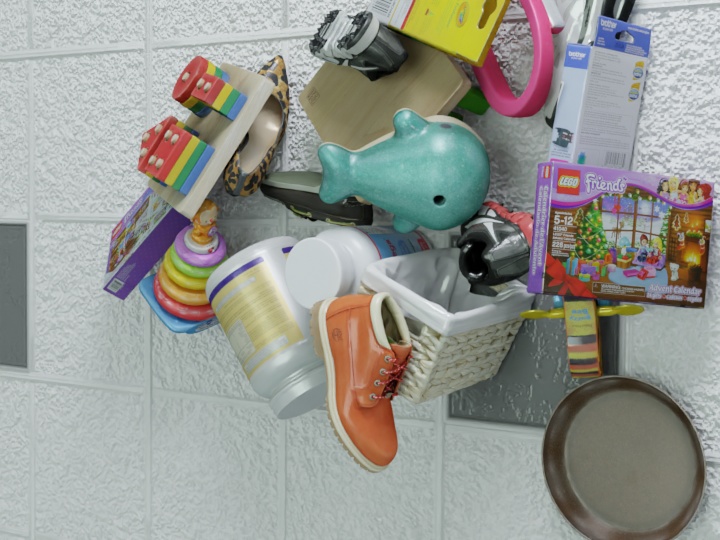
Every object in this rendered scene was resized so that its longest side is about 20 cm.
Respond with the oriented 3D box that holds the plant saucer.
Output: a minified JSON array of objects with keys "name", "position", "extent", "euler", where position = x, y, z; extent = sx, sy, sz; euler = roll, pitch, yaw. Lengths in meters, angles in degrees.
[{"name":"plant saucer","position":[0.302,0.219,1.493],"extent":[0.199,0.032,0.202],"euler":[1,92,34]}]

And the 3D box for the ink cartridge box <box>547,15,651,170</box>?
[{"name":"ink cartridge box","position":[0.262,-0.175,1.448],"extent":[0.042,0.119,0.202],"euler":[19,103,41]}]

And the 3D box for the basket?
[{"name":"basket","position":[0.090,0.062,1.534],"extent":[0.135,0.199,0.124],"euler":[31,115,29]}]

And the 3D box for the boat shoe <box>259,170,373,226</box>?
[{"name":"boat shoe","position":[-0.061,-0.092,1.697],"extent":[0.200,0.071,0.061],"euler":[12,113,46]}]

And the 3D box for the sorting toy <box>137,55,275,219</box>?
[{"name":"sorting toy","position":[-0.219,-0.187,1.712],"extent":[0.201,0.069,0.199],"euler":[-58,26,1]}]

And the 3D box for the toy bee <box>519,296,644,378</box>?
[{"name":"toy bee","position":[0.238,0.027,1.471],"extent":[0.130,0.109,0.201],"euler":[-25,88,15]}]

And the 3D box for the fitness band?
[{"name":"fitness band","position":[0.172,-0.270,1.509],"extent":[0.144,0.037,0.201],"euler":[-59,41,47]}]

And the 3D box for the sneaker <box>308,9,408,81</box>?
[{"name":"sneaker","position":[-0.001,-0.264,1.568],"extent":[0.067,0.090,0.200],"euler":[-57,21,-2]}]

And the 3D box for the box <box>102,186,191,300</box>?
[{"name":"box","position":[-0.285,-0.070,1.827],"extent":[0.200,0.039,0.137],"euler":[-45,29,27]}]

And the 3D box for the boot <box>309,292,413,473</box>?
[{"name":"boot","position":[0.016,0.122,1.440],"extent":[0.107,0.075,0.202],"euler":[-15,91,36]}]

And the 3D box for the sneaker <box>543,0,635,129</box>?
[{"name":"sneaker","position":[0.236,-0.267,1.504],"extent":[0.115,0.075,0.202],"euler":[31,106,41]}]

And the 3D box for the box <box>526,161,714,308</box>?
[{"name":"box","position":[0.278,-0.036,1.396],"extent":[0.039,0.198,0.138],"euler":[-178,93,-70]}]

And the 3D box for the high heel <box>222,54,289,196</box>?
[{"name":"high heel","position":[-0.127,-0.189,1.692],"extent":[0.071,0.143,0.201],"euler":[19,88,-9]}]

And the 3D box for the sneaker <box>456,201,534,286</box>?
[{"name":"sneaker","position":[0.145,-0.030,1.503],"extent":[0.071,0.097,0.200],"euler":[68,168,-15]}]

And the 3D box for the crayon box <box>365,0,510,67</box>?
[{"name":"crayon box","position":[0.104,-0.313,1.490],"extent":[0.200,0.051,0.128],"euler":[34,103,44]}]

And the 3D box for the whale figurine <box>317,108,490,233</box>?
[{"name":"whale figurine","position":[0.050,-0.104,1.497],"extent":[0.198,0.104,0.160],"euler":[0,123,-3]}]

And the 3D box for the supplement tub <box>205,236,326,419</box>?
[{"name":"supplement tub","position":[-0.098,0.074,1.689],"extent":[0.145,0.145,0.201],"euler":[-37,72,29]}]

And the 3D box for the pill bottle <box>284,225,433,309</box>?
[{"name":"pill bottle","position":[0.000,0.000,1.586],"extent":[0.108,0.199,0.110],"euler":[2,94,34]}]

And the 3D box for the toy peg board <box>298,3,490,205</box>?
[{"name":"toy peg board","position":[0.050,-0.210,1.622],"extent":[0.200,0.097,0.200],"euler":[-48,51,24]}]

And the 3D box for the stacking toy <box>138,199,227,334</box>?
[{"name":"stacking toy","position":[-0.215,-0.021,1.743],"extent":[0.110,0.116,0.201],"euler":[47,142,25]}]
